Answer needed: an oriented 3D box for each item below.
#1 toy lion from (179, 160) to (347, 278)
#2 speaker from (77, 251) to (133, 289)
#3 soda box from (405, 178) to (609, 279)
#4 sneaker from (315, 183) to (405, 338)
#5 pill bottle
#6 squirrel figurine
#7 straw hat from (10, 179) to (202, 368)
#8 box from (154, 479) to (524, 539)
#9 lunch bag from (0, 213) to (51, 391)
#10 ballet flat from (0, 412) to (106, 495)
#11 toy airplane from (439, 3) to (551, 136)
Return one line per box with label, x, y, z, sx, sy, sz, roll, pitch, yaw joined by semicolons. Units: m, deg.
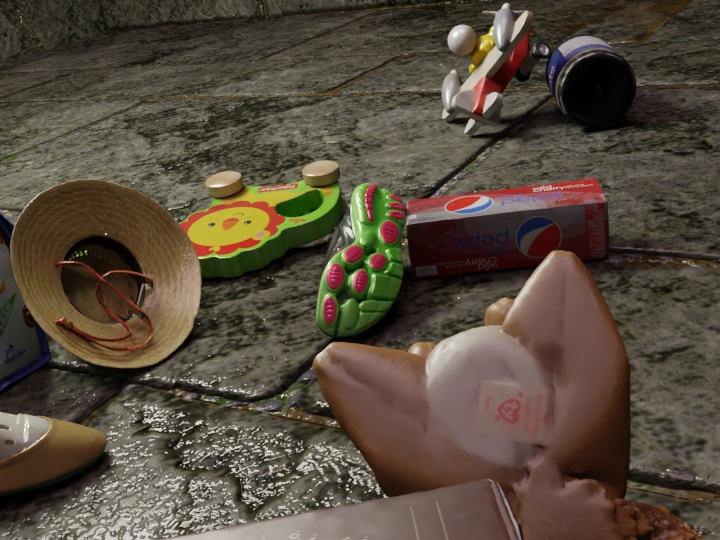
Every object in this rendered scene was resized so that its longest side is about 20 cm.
toy lion;-0.122;-0.055;1.076;0.199;0.069;0.192;-6;30;7
speaker;-0.306;0.001;0.978;0.199;0.089;0.089;-12;23;-7
soda box;0.148;-0.043;0.927;0.199;0.064;0.070;-6;24;7
sneaker;0.000;0.000;0.892;0.076;0.084;0.200;24;42;-4
pill bottle;0.337;-0.290;1.361;0.111;0.113;0.200;-7;23;6
squirrel figurine;0.088;0.117;0.483;0.141;0.187;0.201;-28;63;-4
straw hat;-0.257;0.019;0.888;0.201;0.201;0.085;-35;-5;-45
box;-0.023;0.198;0.308;0.199;0.167;0.164;-9;24;-1
lunch bag;-0.401;0.008;0.853;0.169;0.201;0.124;3;26;29
ballet flat;-0.294;0.140;0.679;0.199;0.063;0.069;-15;24;-14
toy airplane;0.182;-0.305;1.364;0.200;0.141;0.199;-49;4;14
